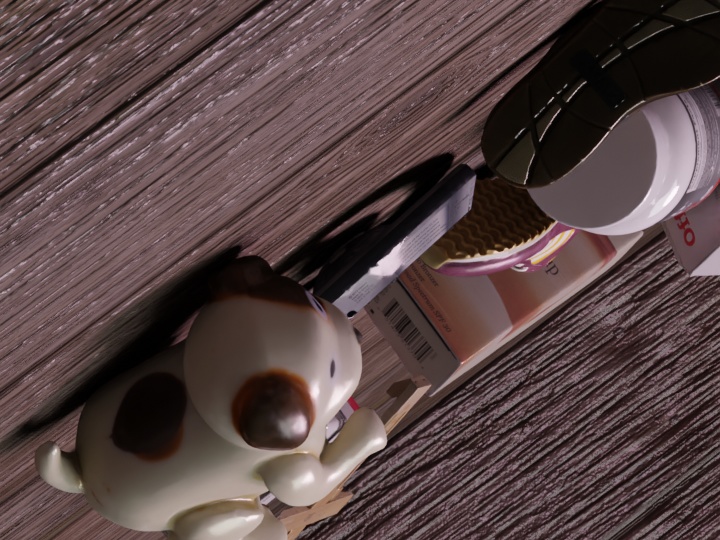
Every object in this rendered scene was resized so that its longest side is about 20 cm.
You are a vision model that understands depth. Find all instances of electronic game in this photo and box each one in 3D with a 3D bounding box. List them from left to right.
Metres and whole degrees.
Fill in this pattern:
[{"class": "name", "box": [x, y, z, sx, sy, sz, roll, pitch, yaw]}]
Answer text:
[{"class": "electronic game", "box": [0.000, 0.000, 1.505, 0.200, 0.042, 0.200, -42, 180, 0]}]

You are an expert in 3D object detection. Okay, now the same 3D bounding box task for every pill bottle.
[{"class": "pill bottle", "box": [0.180, -0.085, 1.553, 0.116, 0.116, 0.200, -40, 172, 21]}]

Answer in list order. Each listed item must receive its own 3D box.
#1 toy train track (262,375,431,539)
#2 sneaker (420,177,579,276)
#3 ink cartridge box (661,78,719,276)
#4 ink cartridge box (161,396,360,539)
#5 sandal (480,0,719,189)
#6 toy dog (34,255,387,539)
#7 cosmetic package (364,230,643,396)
[{"class": "toy train track", "box": [-0.023, 0.144, 1.687, 0.200, 0.033, 0.115, -49, 163, 22]}, {"class": "sneaker", "box": [0.110, -0.026, 1.663, 0.199, 0.075, 0.090, -27, 150, -39]}, {"class": "ink cartridge box", "box": [0.296, -0.109, 1.652, 0.083, 0.146, 0.200, -1, 149, -34]}, {"class": "ink cartridge box", "box": [-0.087, 0.128, 1.715, 0.145, 0.084, 0.200, -40, 173, 5]}, {"class": "sandal", "box": [0.159, -0.124, 1.378, 0.200, 0.082, 0.055, -40, -171, 10]}, {"class": "toy dog", "box": [-0.078, 0.070, 1.324, 0.193, 0.140, 0.200, 11, 147, -28]}, {"class": "cosmetic package", "box": [0.109, -0.004, 1.775, 0.200, 0.104, 0.087, -35, 174, -26]}]
